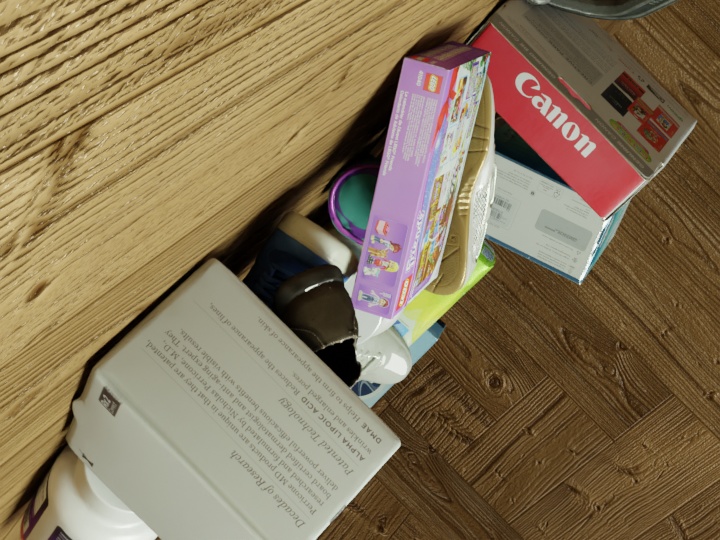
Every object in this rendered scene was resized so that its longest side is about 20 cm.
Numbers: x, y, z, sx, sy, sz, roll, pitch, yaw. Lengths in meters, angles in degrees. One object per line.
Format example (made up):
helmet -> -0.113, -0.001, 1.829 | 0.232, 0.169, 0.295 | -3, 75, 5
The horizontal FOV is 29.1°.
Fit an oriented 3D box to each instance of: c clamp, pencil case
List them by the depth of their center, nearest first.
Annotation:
c clamp -> 0.199, -0.249, 1.162 | 0.200, 0.170, 0.027 | 157, -62, -76
pencil case -> 0.043, -0.084, 1.308 | 0.092, 0.085, 0.200 | -29, -175, 27

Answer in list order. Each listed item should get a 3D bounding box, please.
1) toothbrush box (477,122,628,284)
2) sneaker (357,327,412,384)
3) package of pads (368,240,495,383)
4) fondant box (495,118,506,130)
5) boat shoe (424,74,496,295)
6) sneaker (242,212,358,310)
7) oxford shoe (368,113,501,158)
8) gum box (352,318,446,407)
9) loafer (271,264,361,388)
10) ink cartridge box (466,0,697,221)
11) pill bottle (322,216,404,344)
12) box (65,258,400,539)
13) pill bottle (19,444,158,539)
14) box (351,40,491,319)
toothbrush box -> 0.188, -0.079, 1.380 | 0.086, 0.146, 0.200 | -68, 169, 23
sneaker -> -0.021, 0.078, 1.420 | 0.075, 0.200, 0.089 | -46, -147, 17
package of pads -> 0.025, -0.002, 1.492 | 0.200, 0.154, 0.068 | -44, -172, 19
fondant box -> 0.139, -0.173, 1.483 | 0.200, 0.058, 0.144 | -54, 175, 9
boat shoe -> 0.084, -0.082, 1.202 | 0.069, 0.070, 0.201 | -28, 130, -60
sneaker -> -0.068, 0.024, 1.140 | 0.112, 0.077, 0.200 | -55, -174, -13
oxford shoe -> 0.080, -0.137, 1.252 | 0.200, 0.071, 0.071 | -36, 174, -46
gum box -> -0.029, 0.078, 1.602 | 0.200, 0.170, 0.045 | -46, -177, 29
loafer -> -0.038, 0.075, 1.091 | 0.073, 0.072, 0.200 | -20, 152, -14
ink cartridge box -> 0.187, -0.153, 1.248 | 0.084, 0.200, 0.176 | -46, 177, 34
pill bottle -> 0.000, 0.000, 1.351 | 0.111, 0.111, 0.200 | -46, -175, 21
box -> -0.105, 0.130, 1.057 | 0.131, 0.200, 0.199 | -44, 177, -27
pill bottle -> -0.227, 0.206, 1.222 | 0.111, 0.111, 0.200 | -43, 176, -37
box -> 0.049, -0.075, 1.102 | 0.137, 0.039, 0.201 | -38, 142, -67
